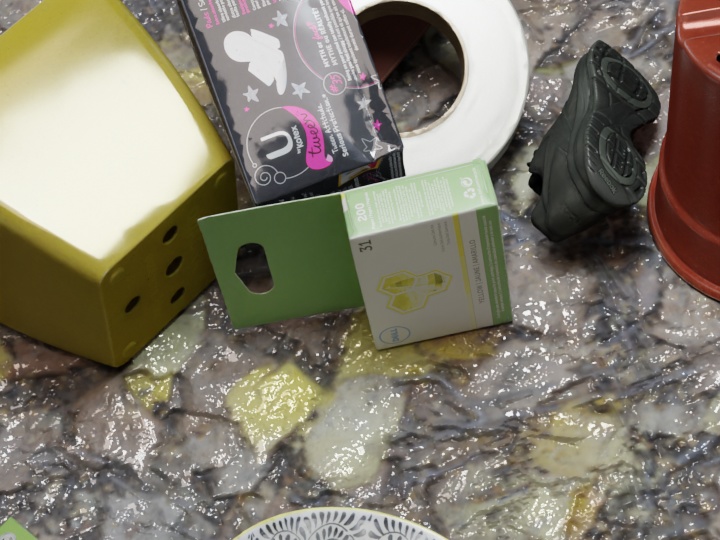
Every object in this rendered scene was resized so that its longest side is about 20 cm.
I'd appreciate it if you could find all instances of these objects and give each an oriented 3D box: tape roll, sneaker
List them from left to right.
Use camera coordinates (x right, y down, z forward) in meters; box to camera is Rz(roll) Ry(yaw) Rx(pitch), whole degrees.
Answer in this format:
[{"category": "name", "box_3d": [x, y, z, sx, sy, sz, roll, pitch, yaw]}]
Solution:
[{"category": "tape roll", "box_3d": [0.027, -0.147, 1.583, 0.201, 0.037, 0.205, 0, 79, -1]}, {"category": "sneaker", "box_3d": [0.163, -0.096, 1.551, 0.091, 0.076, 0.200, -39, 16, 34]}]

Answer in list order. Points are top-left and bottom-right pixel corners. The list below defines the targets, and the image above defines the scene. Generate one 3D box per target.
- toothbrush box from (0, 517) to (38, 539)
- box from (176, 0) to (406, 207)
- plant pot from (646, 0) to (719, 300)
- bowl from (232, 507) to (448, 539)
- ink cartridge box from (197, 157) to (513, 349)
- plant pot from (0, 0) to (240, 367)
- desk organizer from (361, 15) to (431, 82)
[{"category": "toothbrush box", "box_3d": [-0.159, 0.265, 1.280, 0.199, 0.146, 0.086, 32, 64, 29]}, {"category": "box", "box_3d": [-0.053, -0.144, 1.496, 0.114, 0.132, 0.201, -19, 81, -1]}, {"category": "plant pot", "box_3d": [0.293, -0.109, 1.460, 0.199, 0.196, 0.202, -5, 51, 7]}, {"category": "bowl", "box_3d": [-0.007, 0.247, 1.283, 0.199, 0.095, 0.201, 9, 37, -7]}, {"category": "ink cartridge box", "box_3d": [0.000, 0.000, 1.459, 0.198, 0.146, 0.048, -13, 55, 0]}, {"category": "plant pot", "box_3d": [-0.195, -0.053, 1.519, 0.176, 0.200, 0.200, 38, 66, 20]}, {"category": "desk organizer", "box_3d": [0.003, -0.204, 1.662, 0.200, 0.077, 0.072, -50, 24, -8]}]
